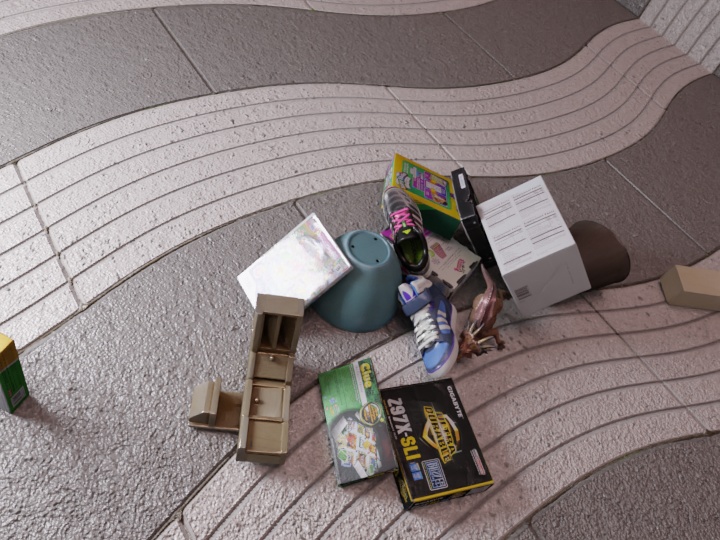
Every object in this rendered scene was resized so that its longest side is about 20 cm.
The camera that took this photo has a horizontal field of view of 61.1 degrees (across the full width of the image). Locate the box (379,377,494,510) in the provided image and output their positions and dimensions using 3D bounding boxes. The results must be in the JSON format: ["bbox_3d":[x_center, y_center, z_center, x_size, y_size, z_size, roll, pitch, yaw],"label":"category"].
[{"bbox_3d":[0.121,0.295,1.059,0.157,0.050,0.202,-5,53,-20],"label":"box"}]

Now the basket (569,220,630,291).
[{"bbox_3d":[0.474,-0.013,1.383,0.197,0.138,0.180,-20,46,-26],"label":"basket"}]

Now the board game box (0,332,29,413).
[{"bbox_3d":[-0.595,0.114,0.897,0.197,0.154,0.041,27,46,4],"label":"board game box"}]

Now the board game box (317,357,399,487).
[{"bbox_3d":[-0.007,0.254,1.037,0.103,0.024,0.203,-18,54,6],"label":"board game box"}]

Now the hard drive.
[{"bbox_3d":[0.252,-0.113,1.355,0.037,0.200,0.142,-18,53,17],"label":"hard drive"}]

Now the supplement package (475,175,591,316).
[{"bbox_3d":[0.349,-0.050,1.244,0.149,0.152,0.202,-24,45,15],"label":"supplement package"}]

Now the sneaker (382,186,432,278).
[{"bbox_3d":[0.094,-0.081,1.232,0.073,0.087,0.203,-19,83,7],"label":"sneaker"}]

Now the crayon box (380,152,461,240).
[{"bbox_3d":[0.138,-0.171,1.381,0.170,0.059,0.201,23,32,-8],"label":"crayon box"}]

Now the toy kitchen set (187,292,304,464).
[{"bbox_3d":[-0.184,0.169,0.970,0.160,0.182,0.202,8,45,-11],"label":"toy kitchen set"}]

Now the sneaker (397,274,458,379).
[{"bbox_3d":[0.116,0.095,1.170,0.146,0.080,0.202,40,36,-19],"label":"sneaker"}]

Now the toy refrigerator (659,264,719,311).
[{"bbox_3d":[0.846,0.048,1.498,0.196,0.070,0.077,7,56,-12],"label":"toy refrigerator"}]

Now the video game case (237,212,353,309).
[{"bbox_3d":[-0.127,0.005,1.155,0.199,0.018,0.144,-39,64,5],"label":"video game case"}]

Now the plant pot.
[{"bbox_3d":[0.000,0.000,1.206,0.196,0.136,0.203,9,49,-11],"label":"plant pot"}]

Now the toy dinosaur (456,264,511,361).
[{"bbox_3d":[0.243,0.091,1.204,0.084,0.204,0.135,11,2,25],"label":"toy dinosaur"}]

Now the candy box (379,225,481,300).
[{"bbox_3d":[0.146,-0.034,1.333,0.199,0.061,0.136,37,47,15],"label":"candy box"}]
